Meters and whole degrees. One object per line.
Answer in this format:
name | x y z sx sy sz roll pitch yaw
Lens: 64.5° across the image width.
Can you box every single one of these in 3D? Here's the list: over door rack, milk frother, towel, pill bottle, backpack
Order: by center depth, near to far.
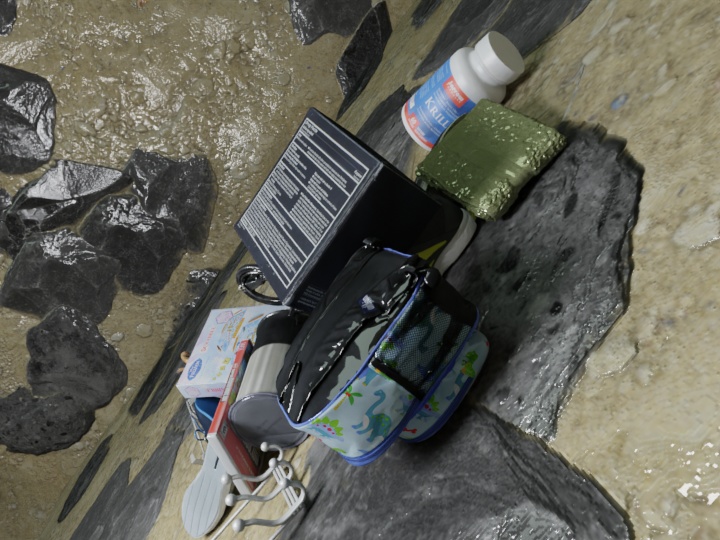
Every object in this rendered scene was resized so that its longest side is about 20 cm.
backpack | 0.020 0.091 0.582 0.200 0.147 0.183 -52 19 -2
over door rack | -0.156 0.326 0.722 0.200 0.067 0.148 -57 17 -8
towel | 0.165 -0.151 0.755 0.148 0.036 0.200 -48 34 5
milk frother | -0.134 0.119 0.843 0.181 0.200 0.188 -45 20 27
pill bottle | 0.170 -0.298 0.956 0.200 0.112 0.112 -38 24 45
over door rack | -0.293 0.289 1.187 0.148 0.067 0.200 -51 32 11

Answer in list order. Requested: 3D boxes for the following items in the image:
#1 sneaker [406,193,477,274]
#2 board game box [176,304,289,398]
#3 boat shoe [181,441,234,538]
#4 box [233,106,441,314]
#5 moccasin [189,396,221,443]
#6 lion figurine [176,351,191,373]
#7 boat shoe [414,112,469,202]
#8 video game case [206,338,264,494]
sneaker | 0.067 -0.011 0.750 0.200 0.085 0.074 -57 17 -6
board game box | -0.224 0.149 1.098 0.199 0.041 0.200 -6 39 16
boat shoe | -0.222 0.331 0.907 0.062 0.072 0.200 0 -64 -64
box | -0.037 -0.069 0.735 0.199 0.123 0.200 -55 43 13
moccasin | -0.257 0.283 1.016 0.200 0.080 0.068 23 105 60
lion figurine | -0.271 0.181 1.174 0.200 0.073 0.122 -36 45 -17
boat shoe | 0.124 -0.154 0.880 0.061 0.072 0.202 -7 53 62
video game case | -0.176 0.224 0.886 0.017 0.143 0.200 -11 33 11
